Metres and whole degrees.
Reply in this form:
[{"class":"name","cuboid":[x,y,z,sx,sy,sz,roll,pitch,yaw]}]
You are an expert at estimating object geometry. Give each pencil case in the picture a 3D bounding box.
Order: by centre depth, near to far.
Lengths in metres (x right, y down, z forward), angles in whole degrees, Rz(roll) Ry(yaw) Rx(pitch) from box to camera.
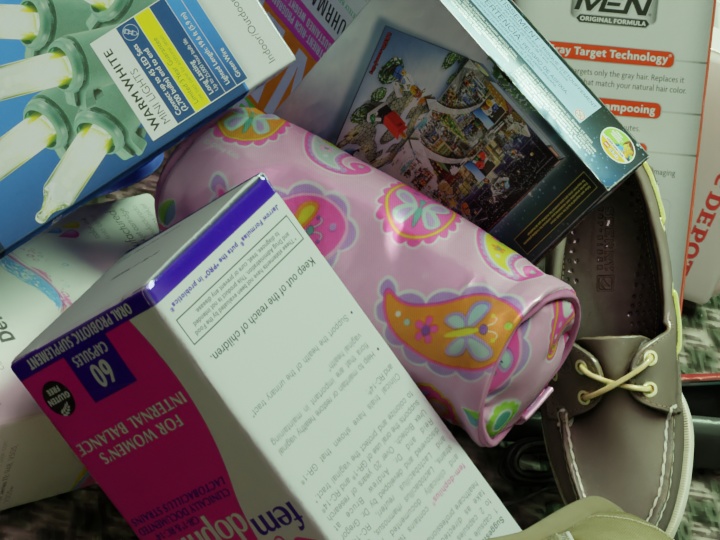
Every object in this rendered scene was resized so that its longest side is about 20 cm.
[{"class":"pencil case","cuboid":[0.000,0.000,1.250,0.200,0.088,0.087,28,41,24]}]

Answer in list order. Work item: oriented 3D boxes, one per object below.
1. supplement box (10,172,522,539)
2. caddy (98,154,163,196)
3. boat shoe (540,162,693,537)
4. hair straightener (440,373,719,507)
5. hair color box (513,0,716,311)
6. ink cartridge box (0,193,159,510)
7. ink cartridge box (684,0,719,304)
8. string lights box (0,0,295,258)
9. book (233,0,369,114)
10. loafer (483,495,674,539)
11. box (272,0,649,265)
[{"class":"supplement box","cuboid":[-0.038,0.078,1.193,0.200,0.101,0.103,53,43,-9]},{"class":"caddy","cuboid":[-0.176,-0.079,1.333,0.141,0.105,0.200,-10,20,-18]},{"class":"boat shoe","cuboid":[0.117,0.034,1.289,0.072,0.060,0.201,-3,77,8]},{"class":"hair straightener","cuboid":[0.117,0.084,1.355,0.200,0.041,0.077,4,44,-25]},{"class":"hair color box","cuboid":[0.114,-0.052,1.371,0.101,0.201,0.061,6,11,-1]},{"class":"ink cartridge box","cuboid":[-0.161,0.042,1.265,0.200,0.067,0.117,-14,53,-34]},{"class":"ink cartridge box","cuboid":[0.120,-0.088,1.459,0.200,0.147,0.083,20,32,-3]},{"class":"string lights box","cuboid":[-0.141,-0.077,1.212,0.200,0.059,0.103,-35,94,-12]},{"class":"book","cuboid":[-0.014,-0.094,1.370,0.048,0.200,0.134,-14,52,-35]},{"class":"loafer","cuboid":[0.084,0.146,1.166,0.067,0.076,0.200,8,22,30]},{"class":"box","cuboid":[0.027,-0.045,1.285,0.137,0.200,0.038,49,47,4]}]
